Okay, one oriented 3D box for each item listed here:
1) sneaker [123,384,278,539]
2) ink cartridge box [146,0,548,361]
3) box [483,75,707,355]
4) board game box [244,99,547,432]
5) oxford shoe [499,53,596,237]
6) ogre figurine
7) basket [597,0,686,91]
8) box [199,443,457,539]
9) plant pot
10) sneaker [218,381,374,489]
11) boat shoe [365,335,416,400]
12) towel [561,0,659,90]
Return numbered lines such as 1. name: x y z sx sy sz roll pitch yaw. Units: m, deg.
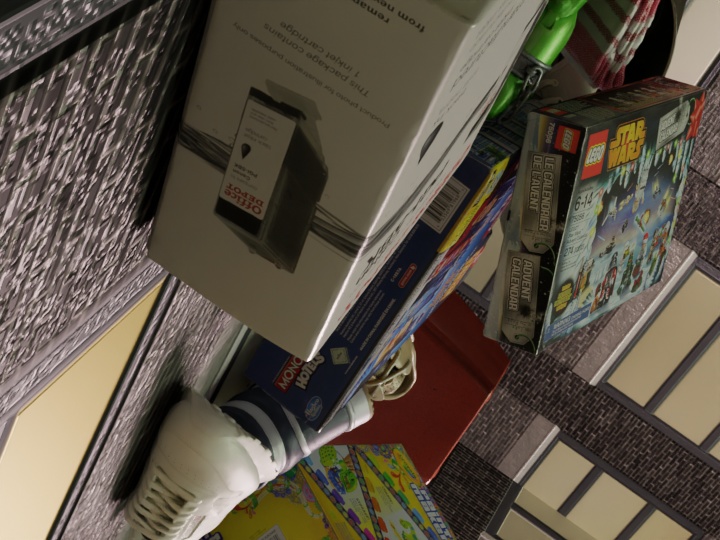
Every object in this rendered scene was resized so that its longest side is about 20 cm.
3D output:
1. sneaker: -0.108 0.135 0.897 0.080 0.076 0.200 -43 169 -22
2. ink cartridge box: 0.008 -0.082 0.517 0.147 0.083 0.200 -52 173 -35
3. box: 0.148 -0.040 0.875 0.200 0.040 0.138 -22 126 -55
4. board game box: 0.038 -0.023 0.884 0.200 0.062 0.200 -57 171 26
5. oxford shoe: 0.124 -0.098 0.961 0.058 0.075 0.201 45 49 -49
6. ogre figurine: 0.115 -0.178 0.823 0.200 0.098 0.120 -39 174 -47
7. basket: 0.210 -0.222 1.210 0.181 0.136 0.200 -65 173 34
8. box: -0.052 0.252 1.210 0.200 0.122 0.192 -40 157 20
9. plant pot: 0.049 0.115 1.556 0.200 0.176 0.200 -56 175 16
10. sneaker: -0.075 0.113 1.058 0.108 0.070 0.200 -30 -176 -23
11. boat shoe: 0.013 0.062 1.092 0.072 0.065 0.200 -37 168 -3
12. towel: 0.172 -0.230 0.893 0.200 0.030 0.147 -61 -147 30
